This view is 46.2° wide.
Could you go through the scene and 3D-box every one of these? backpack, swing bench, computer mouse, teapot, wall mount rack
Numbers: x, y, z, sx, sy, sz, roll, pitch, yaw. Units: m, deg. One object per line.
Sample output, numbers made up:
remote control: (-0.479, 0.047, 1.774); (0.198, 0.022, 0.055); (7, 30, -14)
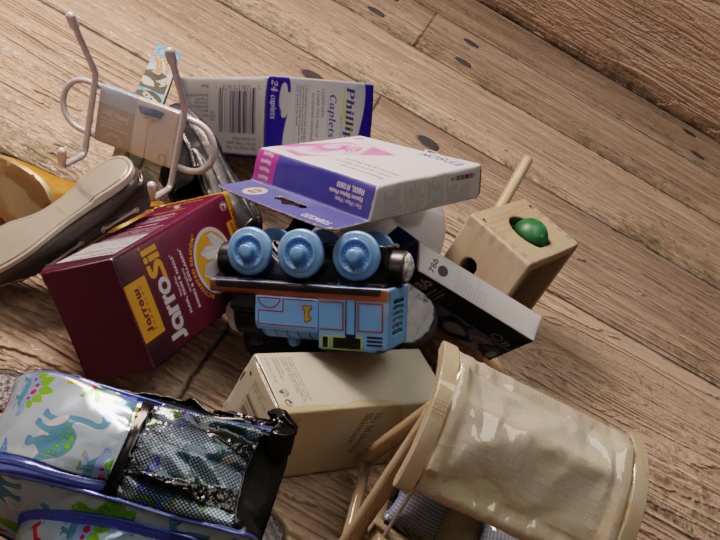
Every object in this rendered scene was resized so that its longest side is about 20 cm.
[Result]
backpack: (-0.165, 0.164, 0.578); (0.199, 0.183, 0.147); (19, 52, -2)
swing bench: (0.108, 0.198, 0.725); (0.198, 0.200, 0.130); (26, 40, -7)
computer mouse: (0.000, 0.000, 0.913); (0.199, 0.046, 0.141); (26, 61, 3)
teapot: (0.025, -0.088, 1.076); (0.199, 0.147, 0.197); (14, -5, 24)
wall mount rack: (-0.250, -0.175, 0.900); (0.199, 0.174, 0.075); (21, 26, 10)

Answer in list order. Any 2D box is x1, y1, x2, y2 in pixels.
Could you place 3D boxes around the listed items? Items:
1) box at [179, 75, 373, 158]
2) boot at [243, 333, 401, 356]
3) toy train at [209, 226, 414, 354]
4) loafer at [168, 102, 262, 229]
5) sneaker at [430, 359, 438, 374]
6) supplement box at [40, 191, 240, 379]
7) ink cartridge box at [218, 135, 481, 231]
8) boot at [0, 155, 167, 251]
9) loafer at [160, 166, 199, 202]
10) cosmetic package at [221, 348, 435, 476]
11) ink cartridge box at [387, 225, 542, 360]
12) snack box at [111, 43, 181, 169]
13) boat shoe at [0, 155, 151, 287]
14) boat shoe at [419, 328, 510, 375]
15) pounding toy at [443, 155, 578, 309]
box: (-0.114, -0.207, 1.151); (0.184, 0.105, 0.200); (12, 14, 42)
boot: (-0.035, 0.060, 0.941); (0.199, 0.073, 0.151); (19, 32, -18)
toy train: (-0.047, 0.018, 0.802); (0.199, 0.115, 0.087); (3, 3, 17)
loafer: (-0.185, -0.108, 0.970); (0.070, 0.068, 0.201); (-26, 72, -22)
sneaker: (0.123, 0.169, 0.893); (0.078, 0.082, 0.200); (0, 35, -40)
supplement box: (-0.194, 0.009, 0.818); (0.200, 0.085, 0.111); (-45, 122, -59)
ink cartridge box: (-0.013, -0.098, 0.873); (0.200, 0.043, 0.196); (-14, 25, -39)
boot: (-0.291, -0.065, 0.918); (0.201, 0.071, 0.144); (36, 25, 3)
loafer: (-0.184, -0.091, 1.030); (0.073, 0.071, 0.200); (-6, 46, -45)
cosmetic package: (-0.025, 0.136, 0.812); (0.199, 0.104, 0.073); (2, 43, -37)
ink cartridge box: (0.098, 0.030, 0.966); (0.200, 0.099, 0.039); (32, 63, -10)
snack box: (-0.272, -0.192, 1.057); (0.037, 0.116, 0.200); (20, 32, -15)
boat shoe: (-0.288, -0.031, 0.806); (0.200, 0.057, 0.067); (-37, 47, -12)
boat shoe: (0.111, 0.080, 1.046); (0.200, 0.065, 0.071); (39, 32, 12)
pounding toy: (0.185, -0.027, 1.134); (0.142, 0.200, 0.184); (43, 33, 21)
